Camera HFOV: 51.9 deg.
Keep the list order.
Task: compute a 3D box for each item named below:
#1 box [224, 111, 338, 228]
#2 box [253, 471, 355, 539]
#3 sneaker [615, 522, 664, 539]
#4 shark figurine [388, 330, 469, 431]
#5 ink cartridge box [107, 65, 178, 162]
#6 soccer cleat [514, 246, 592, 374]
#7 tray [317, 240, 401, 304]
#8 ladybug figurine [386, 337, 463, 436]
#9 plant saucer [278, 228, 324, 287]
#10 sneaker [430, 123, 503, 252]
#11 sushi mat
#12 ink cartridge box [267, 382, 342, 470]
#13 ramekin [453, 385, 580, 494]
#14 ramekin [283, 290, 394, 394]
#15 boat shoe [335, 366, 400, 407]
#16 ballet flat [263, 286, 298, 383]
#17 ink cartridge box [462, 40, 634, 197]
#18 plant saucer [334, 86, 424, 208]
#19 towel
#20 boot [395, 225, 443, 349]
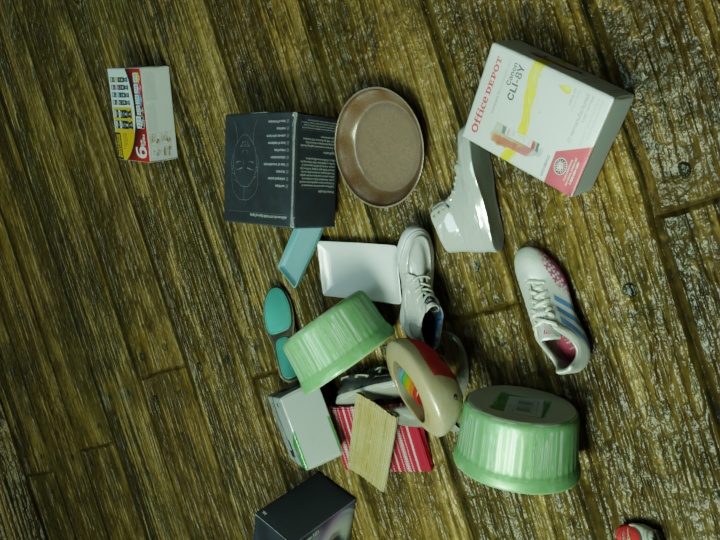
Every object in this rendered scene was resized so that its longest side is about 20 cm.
[{"bbox_3d":[-0.150,-0.185,1.376,0.196,0.122,0.203,8,97,41],"label":"box"},{"bbox_3d":[-0.121,0.571,1.545,0.121,0.198,0.204,23,117,34],"label":"box"},{"bbox_3d":[0.424,0.486,1.133,0.084,0.076,0.207,2,94,46],"label":"sneaker"},{"bbox_3d":[0.145,0.217,1.272,0.127,0.090,0.217,33,112,1],"label":"shark figurine"},{"bbox_3d":[-0.508,-0.357,1.687,0.172,0.083,0.206,11,110,39],"label":"ink cartridge box"},{"bbox_3d":[0.283,0.059,1.111,0.069,0.085,0.204,-33,80,41],"label":"soccer cleat"},{"bbox_3d":[0.000,0.000,1.387,0.196,0.022,0.111,5,105,41],"label":"tray"},{"bbox_3d":[0.103,0.177,1.188,0.200,0.070,0.139,-130,24,-51],"label":"ladybug figurine"},{"bbox_3d":[-0.104,-0.068,1.439,0.070,0.019,0.203,46,121,36],"label":"plant saucer"},{"bbox_3d":[0.154,-0.125,1.179,0.113,0.073,0.206,-4,102,38],"label":"sneaker"},{"bbox_3d":[0.021,0.320,1.377,0.094,0.012,0.204,30,130,30],"label":"sushi mat"},{"bbox_3d":[-0.114,0.304,1.479,0.150,0.081,0.200,68,164,3],"label":"ink cartridge box"},{"bbox_3d":[0.243,0.251,1.136,0.196,0.198,0.101,11,103,38],"label":"ramekin"},{"bbox_3d":[-0.044,0.124,1.326,0.199,0.199,0.099,-37,86,41],"label":"ramekin"},{"bbox_3d":[0.028,0.212,1.396,0.198,0.073,0.062,-28,48,46],"label":"boat shoe"},{"bbox_3d":[-0.157,0.136,1.536,0.070,0.069,0.205,-31,66,42],"label":"ballet flat"},{"bbox_3d":[0.259,-0.219,1.050,0.198,0.082,0.148,35,124,28],"label":"ink cartridge box"},{"bbox_3d":[0.038,-0.213,1.280,0.197,0.036,0.206,14,111,39],"label":"plant saucer"},{"bbox_3d":[0.037,0.319,1.412,0.195,0.022,0.148,-8,108,30],"label":"towel"},{"bbox_3d":[0.109,0.033,1.248,0.096,0.072,0.205,-136,38,-59],"label":"boot"}]
